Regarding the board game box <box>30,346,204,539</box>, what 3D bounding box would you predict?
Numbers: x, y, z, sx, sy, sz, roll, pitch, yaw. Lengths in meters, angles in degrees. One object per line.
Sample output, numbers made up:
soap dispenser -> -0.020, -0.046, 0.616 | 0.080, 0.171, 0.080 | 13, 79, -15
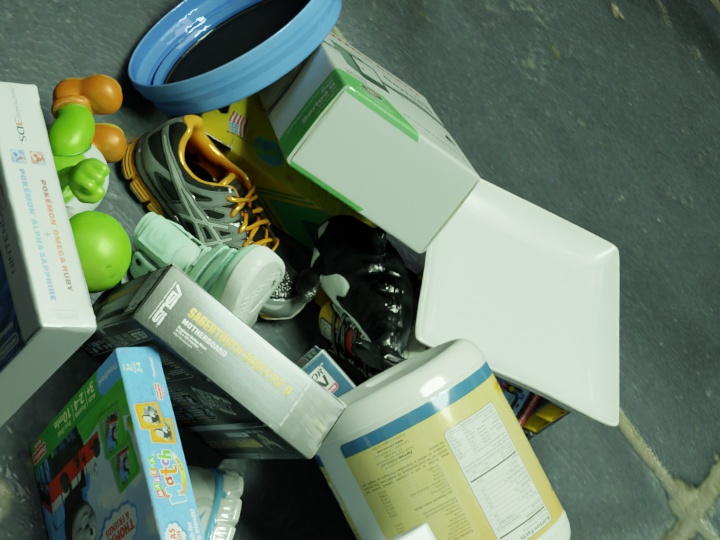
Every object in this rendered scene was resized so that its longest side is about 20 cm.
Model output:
board game box -> -0.158, 0.175, 1.086 | 0.036, 0.151, 0.201 | 1, 59, -37

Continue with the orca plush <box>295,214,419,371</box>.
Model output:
orca plush -> 0.000, 0.000, 1.336 | 0.104, 0.072, 0.200 | 5, 32, -2

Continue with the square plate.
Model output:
square plate -> 0.134, 0.022, 1.392 | 0.199, 0.028, 0.199 | 24, 47, -19

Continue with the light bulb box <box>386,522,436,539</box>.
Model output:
light bulb box -> 0.013, 0.296, 1.091 | 0.124, 0.198, 0.201 | -26, 82, -23

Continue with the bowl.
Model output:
bowl -> -0.105, -0.204, 1.409 | 0.040, 0.199, 0.201 | 59, 32, -30

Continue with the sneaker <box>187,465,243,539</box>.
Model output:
sneaker -> -0.140, 0.218, 1.148 | 0.086, 0.075, 0.201 | 20, 42, -17

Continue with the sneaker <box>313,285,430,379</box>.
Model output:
sneaker -> 0.006, 0.063, 1.377 | 0.081, 0.078, 0.200 | 3, 29, -16

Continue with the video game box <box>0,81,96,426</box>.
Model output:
video game box -> -0.257, 0.005, 1.085 | 0.047, 0.200, 0.183 | 6, 56, -39

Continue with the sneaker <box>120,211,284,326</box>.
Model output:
sneaker -> -0.128, 0.001, 1.241 | 0.118, 0.200, 0.074 | 43, 69, 1

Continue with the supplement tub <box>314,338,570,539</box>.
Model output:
supplement tub -> 0.063, 0.167, 1.187 | 0.144, 0.144, 0.201 | -29, 92, -51

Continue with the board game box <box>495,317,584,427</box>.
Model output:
board game box -> 0.101, 0.100, 1.410 | 0.103, 0.019, 0.200 | 31, 66, 10

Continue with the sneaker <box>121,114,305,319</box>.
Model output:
sneaker -> -0.112, -0.042, 1.361 | 0.200, 0.077, 0.078 | 48, 36, -9

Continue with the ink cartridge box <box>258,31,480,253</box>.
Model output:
ink cartridge box -> 0.001, -0.119, 1.381 | 0.146, 0.084, 0.200 | 32, 15, -24

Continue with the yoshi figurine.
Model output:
yoshi figurine -> -0.209, -0.051, 1.253 | 0.112, 0.112, 0.201 | 35, 44, -29

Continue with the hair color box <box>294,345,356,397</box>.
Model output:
hair color box -> 0.011, 0.154, 1.304 | 0.200, 0.060, 0.100 | 49, -5, -3

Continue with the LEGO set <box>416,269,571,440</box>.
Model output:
LEGO set -> 0.133, 0.056, 1.490 | 0.153, 0.116, 0.201 | 31, 42, -22

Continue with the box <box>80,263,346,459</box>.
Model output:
box -> -0.115, 0.071, 1.177 | 0.158, 0.200, 0.048 | 39, 72, -13

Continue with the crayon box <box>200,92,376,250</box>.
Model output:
crayon box -> -0.065, -0.102, 1.475 | 0.199, 0.051, 0.127 | 34, 41, -21
